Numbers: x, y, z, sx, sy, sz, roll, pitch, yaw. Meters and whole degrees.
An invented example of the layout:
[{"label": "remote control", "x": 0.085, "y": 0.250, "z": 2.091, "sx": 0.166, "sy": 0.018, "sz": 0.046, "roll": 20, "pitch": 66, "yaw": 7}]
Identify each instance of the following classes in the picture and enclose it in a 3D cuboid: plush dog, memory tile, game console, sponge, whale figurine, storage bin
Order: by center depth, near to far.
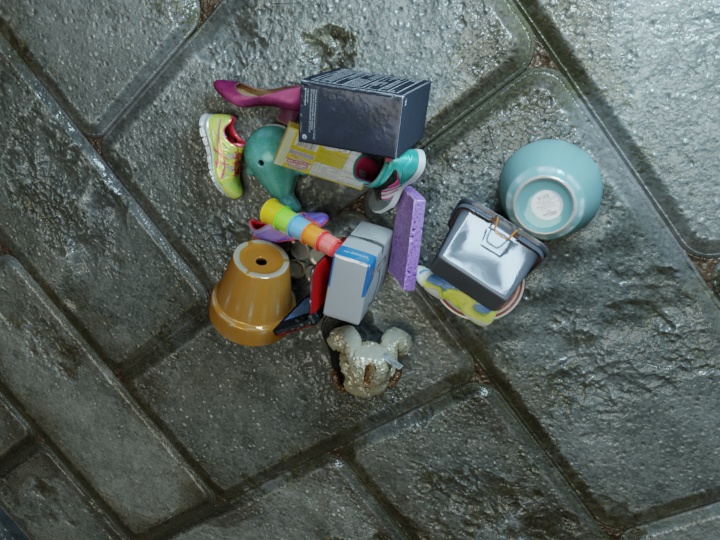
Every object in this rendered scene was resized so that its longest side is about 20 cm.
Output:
[{"label": "storage bin", "x": 0.240, "y": -0.024, "z": 1.245, "sx": 0.200, "sy": 0.135, "sz": 0.146, "roll": 33, "pitch": 158, "yaw": 4}, {"label": "sponge", "x": 0.097, "y": -0.068, "z": 1.352, "sx": 0.030, "sy": 0.112, "sz": 0.201, "roll": 0, "pitch": 113, "yaw": -15}, {"label": "whale figurine", "x": -0.188, "y": -0.214, "z": 1.408, "sx": 0.158, "sy": 0.104, "sz": 0.201, "roll": 4, "pitch": 117, "yaw": 20}, {"label": "game console", "x": -0.109, "y": 0.034, "z": 1.414, "sx": 0.172, "sy": 0.200, "sz": 0.119, "roll": -19, "pitch": 104, "yaw": 28}, {"label": "plush dog", "x": 0.020, "y": 0.233, "z": 1.492, "sx": 0.199, "sy": 0.161, "sz": 0.172, "roll": 2, "pitch": 139, "yaw": -2}, {"label": "memory tile", "x": -0.118, "y": -0.041, "z": 1.510, "sx": 0.199, "sy": 0.017, "sz": 0.154, "roll": 20, "pitch": 119, "yaw": 12}]

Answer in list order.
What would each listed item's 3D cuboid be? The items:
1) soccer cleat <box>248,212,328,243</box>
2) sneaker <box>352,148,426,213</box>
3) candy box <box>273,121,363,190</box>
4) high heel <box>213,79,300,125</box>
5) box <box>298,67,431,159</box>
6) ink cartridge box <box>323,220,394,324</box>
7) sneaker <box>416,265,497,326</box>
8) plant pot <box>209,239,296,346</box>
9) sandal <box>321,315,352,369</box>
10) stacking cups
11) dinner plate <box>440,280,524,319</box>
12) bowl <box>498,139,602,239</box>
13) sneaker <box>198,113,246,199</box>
[{"label": "soccer cleat", "x": -0.165, "y": -0.103, "z": 1.451, "sx": 0.199, "sy": 0.067, "sz": 0.077, "roll": -14, "pitch": 117, "yaw": 31}, {"label": "sneaker", "x": 0.034, "y": -0.182, "z": 1.296, "sx": 0.120, "sy": 0.084, "sz": 0.200, "roll": 5, "pitch": 151, "yaw": -26}, {"label": "candy box", "x": -0.069, "y": -0.235, "z": 1.331, "sx": 0.199, "sy": 0.026, "sz": 0.102, "roll": 15, "pitch": 139, "yaw": -19}, {"label": "high heel", "x": -0.211, "y": -0.386, "z": 1.360, "sx": 0.199, "sy": 0.068, "sz": 0.096, "roll": 20, "pitch": 130, "yaw": -5}, {"label": "box", "x": 0.011, "y": -0.304, "z": 1.230, "sx": 0.198, "sy": 0.200, "sz": 0.124, "roll": 13, "pitch": 117, "yaw": 17}, {"label": "ink cartridge box", "x": 0.000, "y": 0.000, "z": 1.374, "sx": 0.084, "sy": 0.200, "sz": 0.146, "roll": 16, "pitch": 118, "yaw": 12}, {"label": "sneaker", "x": 0.212, "y": 0.026, "z": 1.360, "sx": 0.200, "sy": 0.076, "sz": 0.105, "roll": 34, "pitch": 102, "yaw": 5}, {"label": "plant pot", "x": -0.238, "y": 0.038, "z": 1.467, "sx": 0.200, "sy": 0.200, "sz": 0.184, "roll": 25, "pitch": 132, "yaw": 9}, {"label": "sandal", "x": -0.055, "y": 0.163, "z": 1.555, "sx": 0.075, "sy": 0.045, "sz": 0.201, "roll": -7, "pitch": 128, "yaw": -5}, {"label": "stacking cups", "x": -0.122, "y": -0.090, "z": 1.371, "sx": 0.200, "sy": 0.060, "sz": 0.061, "roll": 27, "pitch": 122, "yaw": 26}, {"label": "dinner plate", "x": 0.252, "y": 0.015, "z": 1.382, "sx": 0.199, "sy": 0.024, "sz": 0.201, "roll": 9, "pitch": 117, "yaw": 18}, {"label": "bowl", "x": 0.353, "y": -0.139, "z": 1.224, "sx": 0.200, "sy": 0.105, "sz": 0.202, "roll": 9, "pitch": 116, "yaw": 19}, {"label": "sneaker", "x": -0.295, "y": -0.258, "z": 1.449, "sx": 0.090, "sy": 0.078, "sz": 0.201, "roll": -7, "pitch": 112, "yaw": 17}]
